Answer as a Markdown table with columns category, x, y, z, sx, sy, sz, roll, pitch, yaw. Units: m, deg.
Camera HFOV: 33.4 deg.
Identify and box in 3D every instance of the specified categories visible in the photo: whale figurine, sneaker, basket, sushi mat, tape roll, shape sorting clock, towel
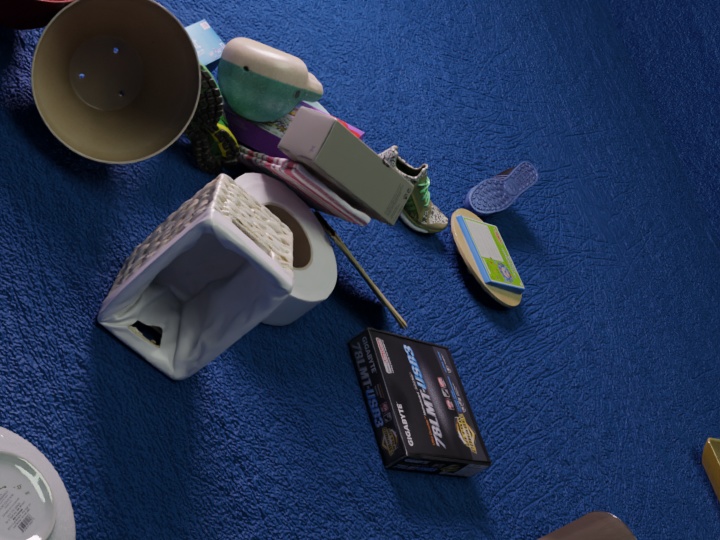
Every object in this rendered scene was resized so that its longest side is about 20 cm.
| category | x | y | z | sx | sy | sz | roll | pitch | yaw |
| --- | --- | --- | --- | --- | --- | --- | --- | --- | --- |
| whale figurine | -0.128 | -0.263 | 1.715 | 0.158 | 0.105 | 0.200 | 23 | 8 | 15 |
| sneaker | -0.224 | -0.220 | 1.612 | 0.201 | 0.077 | 0.086 | 76 | -10 | -54 |
| basket | -0.183 | 0.005 | 1.372 | 0.135 | 0.200 | 0.124 | 41 | 26 | -23 |
| sushi mat | 0.000 | 0.000 | 1.745 | 0.200 | 0.012 | 0.096 | 52 | -2 | -30 |
| tape roll | -0.124 | -0.030 | 1.614 | 0.202 | 0.071 | 0.204 | 35 | 35 | -30 |
| sneaker | 0.258 | -0.144 | 2.295 | 0.199 | 0.078 | 0.071 | -28 | 85 | -39 |
| sneaker | 0.090 | -0.136 | 2.011 | 0.199 | 0.088 | 0.077 | 36 | 34 | -30 |
| shape sorting clock | 0.223 | -0.022 | 2.139 | 0.200 | 0.039 | 0.201 | 37 | 33 | -29 |
| basket | 0.302 | 0.438 | 1.705 | 0.199 | 0.135 | 0.182 | 8 | 60 | -48 |
| towel | -0.086 | -0.125 | 1.685 | 0.146 | 0.030 | 0.199 | 34 | -7 | -36 |

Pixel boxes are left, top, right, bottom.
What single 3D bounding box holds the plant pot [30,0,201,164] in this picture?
| category | x | y | z | sx | sy | sz | roll | pitch | yaw |
| --- | --- | --- | --- | --- | --- | --- | --- | --- | --- |
| plant pot | -0.306 | -0.238 | 1.474 | 0.200 | 0.201 | 0.134 | 42 | -4 | -21 |

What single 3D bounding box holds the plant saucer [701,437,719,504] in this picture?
| category | x | y | z | sx | sy | sz | roll | pitch | yaw |
| --- | --- | --- | --- | --- | --- | --- | --- | --- | --- |
| plant saucer | 0.775 | 0.450 | 2.458 | 0.199 | 0.048 | 0.201 | 16 | 47 | -48 |

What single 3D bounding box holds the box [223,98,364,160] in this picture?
| category | x | y | z | sx | sy | sz | roll | pitch | yaw |
| --- | --- | --- | --- | --- | --- | --- | --- | --- | --- |
| box | -0.108 | -0.207 | 1.751 | 0.199 | 0.039 | 0.137 | 28 | 33 | 10 |

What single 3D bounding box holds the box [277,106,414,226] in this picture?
| category | x | y | z | sx | sy | sz | roll | pitch | yaw |
| --- | --- | --- | --- | --- | --- | --- | --- | --- | --- |
| box | -0.017 | -0.140 | 1.640 | 0.082 | 0.069 | 0.200 | 26 | -7 | 41 |

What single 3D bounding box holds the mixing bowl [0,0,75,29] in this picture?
| category | x | y | z | sx | sy | sz | roll | pitch | yaw |
| --- | --- | --- | --- | --- | --- | --- | --- | --- | --- |
| mixing bowl | -0.419 | -0.371 | 1.466 | 0.199 | 0.108 | 0.202 | 19 | 50 | -23 |

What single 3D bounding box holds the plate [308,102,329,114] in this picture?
| category | x | y | z | sx | sy | sz | roll | pitch | yaw |
| --- | --- | --- | --- | --- | --- | --- | --- | --- | --- |
| plate | -0.085 | -0.205 | 1.892 | 0.200 | 0.026 | 0.201 | 36 | 34 | -29 |

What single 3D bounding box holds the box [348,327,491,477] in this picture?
| category | x | y | z | sx | sy | sz | roll | pitch | yaw |
| --- | --- | --- | --- | --- | --- | --- | --- | --- | --- |
| box | 0.085 | 0.192 | 1.719 | 0.198 | 0.050 | 0.201 | 19 | 45 | -48 |

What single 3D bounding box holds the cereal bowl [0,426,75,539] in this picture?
| category | x | y | z | sx | sy | sz | roll | pitch | yaw |
| --- | --- | --- | --- | --- | --- | --- | --- | --- | --- |
| cereal bowl | -0.330 | 0.217 | 1.054 | 0.200 | 0.083 | 0.201 | 36 | 33 | -29 |

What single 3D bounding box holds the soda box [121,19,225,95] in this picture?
| category | x | y | z | sx | sy | sz | roll | pitch | yaw |
| --- | --- | --- | --- | --- | --- | --- | --- | --- | --- |
| soda box | -0.261 | -0.287 | 1.674 | 0.064 | 0.068 | 0.200 | 50 | 30 | -4 |
